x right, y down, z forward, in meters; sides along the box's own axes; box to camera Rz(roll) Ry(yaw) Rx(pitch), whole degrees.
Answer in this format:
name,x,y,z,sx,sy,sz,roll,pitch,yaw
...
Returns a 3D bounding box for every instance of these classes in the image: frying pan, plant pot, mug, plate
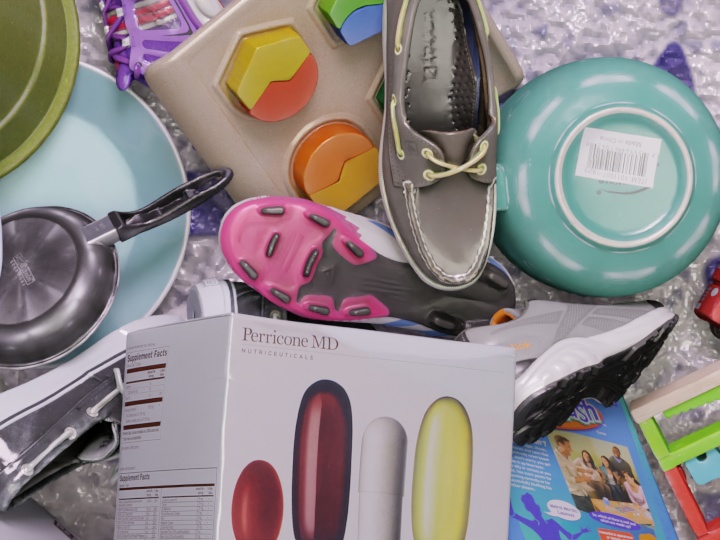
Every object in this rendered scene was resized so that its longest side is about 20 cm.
name,x,y,z,sx,sy,sz,roll,pitch,yaw
frying pan,-0.168,-0.001,1.548,0.190,0.031,0.115,-13,58,12
plant pot,-0.277,-0.155,1.497,0.200,0.190,0.201,0,82,1
mug,0.143,-0.049,1.597,0.185,0.114,0.152,-38,95,-4
plate,-0.208,-0.038,1.608,0.200,0.026,0.201,0,93,-6

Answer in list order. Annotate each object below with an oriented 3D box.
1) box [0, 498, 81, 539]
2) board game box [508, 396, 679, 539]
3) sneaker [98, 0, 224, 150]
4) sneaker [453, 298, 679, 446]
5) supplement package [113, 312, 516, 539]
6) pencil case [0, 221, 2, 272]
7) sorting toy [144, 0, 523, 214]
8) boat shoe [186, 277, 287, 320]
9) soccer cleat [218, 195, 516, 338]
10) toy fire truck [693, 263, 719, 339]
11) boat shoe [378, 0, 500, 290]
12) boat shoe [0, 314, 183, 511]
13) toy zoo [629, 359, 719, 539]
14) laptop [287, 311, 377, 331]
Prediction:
name,x,y,z,sx,sy,sz,roll,pitch,yaw
box,-0.279,0.172,1.517,0.199,0.200,0.131,41,92,-5
board game box,0.122,0.148,1.546,0.152,0.200,0.045,16,130,-32
sneaker,-0.135,-0.160,1.580,0.083,0.081,0.200,-40,96,-8
sneaker,0.131,0.044,1.576,0.079,0.200,0.074,43,120,21
supplement package,-0.028,0.137,1.460,0.191,0.147,0.201,7,81,-28
pencil case,-0.317,-0.013,1.534,0.200,0.091,0.083,-4,112,16
sorting toy,-0.010,-0.118,1.573,0.200,0.036,0.185,-37,130,-2
boat shoe,-0.065,0.102,1.562,0.071,0.072,0.201,-2,84,-12
soccer cleat,0.000,0.000,1.594,0.200,0.086,0.070,16,96,-16
toy fire truck,0.334,0.022,1.652,0.200,0.049,0.141,31,88,-5
boat shoe,0.048,-0.086,1.522,0.072,0.060,0.202,-6,96,-8
boat shoe,-0.161,0.089,1.546,0.068,0.199,0.074,43,127,18
toy zoo,0.276,0.145,1.637,0.131,0.020,0.200,-25,104,12
laptop,-0.024,0.132,1.592,0.177,0.103,0.200,-38,100,-4
